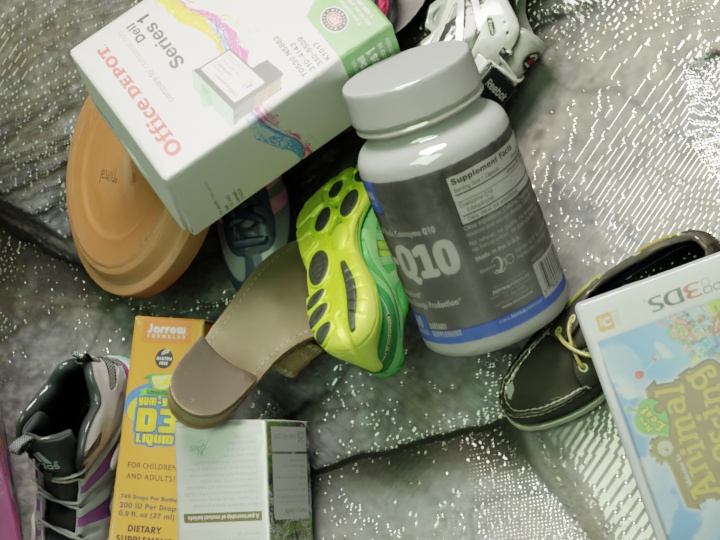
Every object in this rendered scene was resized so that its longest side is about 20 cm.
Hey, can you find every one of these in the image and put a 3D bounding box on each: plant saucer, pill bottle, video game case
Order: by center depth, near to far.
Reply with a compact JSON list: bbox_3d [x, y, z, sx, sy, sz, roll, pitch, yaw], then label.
[{"bbox_3d":[0.262,0.087,1.424,0.181,0.022,0.202,-20,88,13],"label":"video game case"},{"bbox_3d":[0.065,-0.052,1.475,0.113,0.114,0.201,-15,109,20],"label":"pill bottle"},{"bbox_3d":[-0.175,-0.080,1.633,0.199,0.032,0.202,-13,74,50],"label":"plant saucer"}]

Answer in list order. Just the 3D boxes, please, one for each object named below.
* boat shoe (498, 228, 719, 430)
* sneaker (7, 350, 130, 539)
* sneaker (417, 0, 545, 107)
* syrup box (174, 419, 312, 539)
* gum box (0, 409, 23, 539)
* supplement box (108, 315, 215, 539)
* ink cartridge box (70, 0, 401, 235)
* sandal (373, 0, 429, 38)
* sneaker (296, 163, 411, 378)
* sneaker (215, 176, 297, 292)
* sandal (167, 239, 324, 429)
[{"bbox_3d":[0.173,0.040,1.487,0.201,0.060,0.072,-39,68,12],"label":"boat shoe"},{"bbox_3d":[-0.232,0.156,1.596,0.077,0.140,0.202,9,83,20],"label":"sneaker"},{"bbox_3d":[0.089,-0.151,1.556,0.088,0.074,0.202,9,83,27],"label":"sneaker"},{"bbox_3d":[-0.084,0.212,1.544,0.081,0.079,0.202,-4,84,23],"label":"syrup box"},{"bbox_3d":[-0.297,0.152,1.581,0.065,0.200,0.115,-11,115,-8],"label":"gum box"},{"bbox_3d":[-0.145,0.138,1.605,0.066,0.069,0.202,1,77,21],"label":"supplement box"},{"bbox_3d":[-0.088,-0.147,1.523,0.199,0.084,0.145,-35,62,-7],"label":"ink cartridge box"},{"bbox_3d":[-0.010,-0.191,1.599,0.075,0.045,0.201,31,73,22],"label":"sandal"},{"bbox_3d":[0.000,0.000,1.550,0.074,0.084,0.201,-24,41,24],"label":"sneaker"},{"bbox_3d":[-0.095,-0.072,1.616,0.070,0.082,0.202,-15,74,19],"label":"sneaker"},{"bbox_3d":[-0.071,0.053,1.573,0.077,0.070,0.212,39,56,13],"label":"sandal"}]
